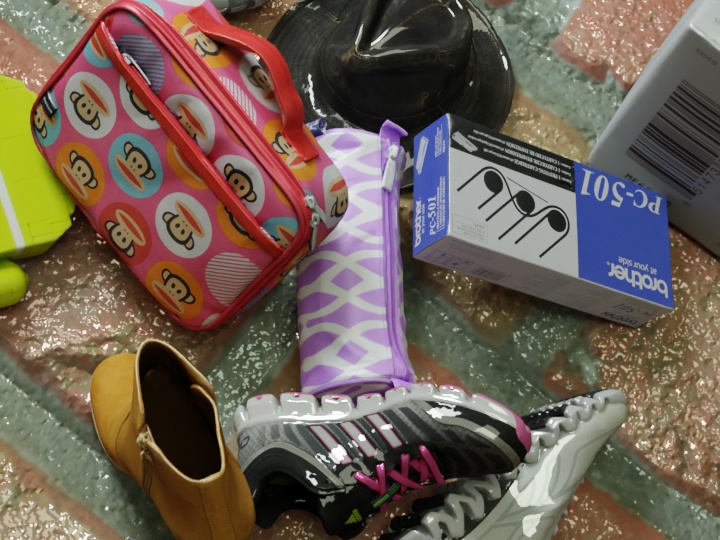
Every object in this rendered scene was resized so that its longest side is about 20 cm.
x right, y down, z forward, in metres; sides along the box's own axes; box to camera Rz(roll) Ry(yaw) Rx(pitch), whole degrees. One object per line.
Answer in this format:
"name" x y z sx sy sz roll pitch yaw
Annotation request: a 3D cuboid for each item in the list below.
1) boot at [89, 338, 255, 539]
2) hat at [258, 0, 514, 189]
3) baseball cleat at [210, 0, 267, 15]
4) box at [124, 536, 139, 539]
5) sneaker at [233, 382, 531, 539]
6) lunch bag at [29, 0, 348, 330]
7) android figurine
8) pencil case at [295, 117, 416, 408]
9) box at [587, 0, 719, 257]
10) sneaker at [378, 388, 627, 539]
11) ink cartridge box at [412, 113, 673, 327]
"boot" -0.117 0.083 0.852 0.070 0.144 0.201 -24 51 -17
"hat" 0.028 -0.160 1.051 0.199 0.081 0.202 4 66 -10
"baseball cleat" -0.138 -0.280 1.078 0.106 0.070 0.201 -22 71 -20
"box" -0.103 0.278 0.802 0.148 0.124 0.201 20 65 -3
"sneaker" 0.007 0.125 0.886 0.199 0.074 0.088 -3 52 19
"lunch bag" -0.103 -0.078 0.919 0.200 0.176 0.082 50 37 2
"android figurine" -0.272 -0.060 0.947 0.199 0.041 0.183 -17 82 -34
"pencil case" 0.000 0.000 0.968 0.084 0.085 0.201 23 58 -50
"box" 0.310 -0.123 1.026 0.200 0.199 0.172 35 64 4
"sneaker" 0.105 0.150 0.939 0.200 0.075 0.081 -35 90 -21
"ink cartridge box" 0.128 -0.032 0.995 0.199 0.044 0.095 17 61 -29
